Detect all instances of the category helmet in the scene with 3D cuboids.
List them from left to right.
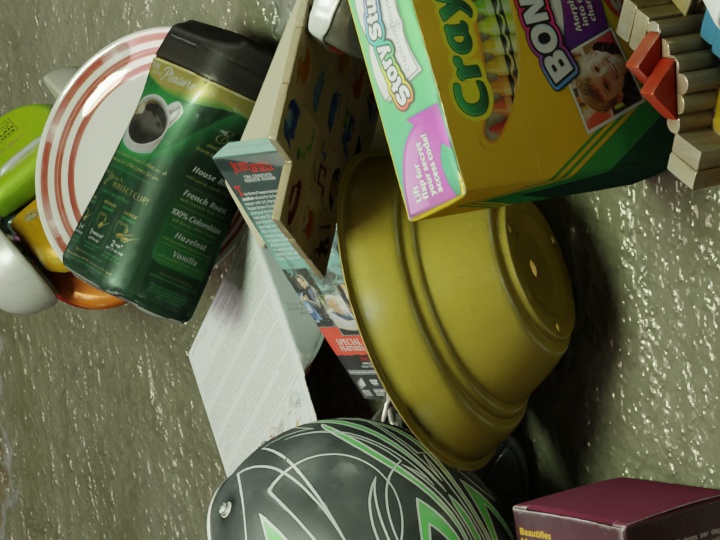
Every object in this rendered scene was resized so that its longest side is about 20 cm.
[{"bbox_3d":[0.003,0.187,1.511,0.200,0.199,0.192,29,118,52],"label":"helmet"}]

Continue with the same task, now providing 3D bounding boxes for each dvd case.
[{"bbox_3d":[0.000,0.000,1.619,0.146,0.022,0.200,-3,126,55],"label":"dvd case"}]

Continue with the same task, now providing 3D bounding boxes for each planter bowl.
[{"bbox_3d":[0.071,0.010,1.494,0.083,0.200,0.202,-21,80,23],"label":"planter bowl"}]

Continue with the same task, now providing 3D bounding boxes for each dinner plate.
[{"bbox_3d":[-0.148,-0.077,1.845,0.199,0.024,0.201,-5,77,25],"label":"dinner plate"}]

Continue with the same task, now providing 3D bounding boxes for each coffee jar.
[{"bbox_3d":[-0.123,-0.071,1.764,0.104,0.085,0.201,27,92,54],"label":"coffee jar"}]

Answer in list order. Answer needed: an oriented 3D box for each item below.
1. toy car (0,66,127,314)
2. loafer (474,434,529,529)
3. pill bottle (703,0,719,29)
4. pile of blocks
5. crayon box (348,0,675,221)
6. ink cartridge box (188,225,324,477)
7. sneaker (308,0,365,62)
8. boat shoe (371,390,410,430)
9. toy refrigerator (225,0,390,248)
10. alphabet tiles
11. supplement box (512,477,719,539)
[{"bbox_3d":[-0.226,-0.045,1.974,0.200,0.175,0.150,44,172,43],"label":"toy car"},{"bbox_3d":[0.072,0.189,1.628,0.063,0.071,0.201,-129,42,-69],"label":"loafer"},{"bbox_3d":[0.172,-0.224,1.264,0.109,0.108,0.201,-50,57,53],"label":"pill bottle"},{"bbox_3d":[0.170,-0.130,1.346,0.082,0.062,0.201,-43,63,55],"label":"pile of blocks"},{"bbox_3d":[0.078,-0.139,1.381,0.058,0.172,0.201,-24,79,49],"label":"crayon box"},{"bbox_3d":[-0.057,0.091,1.788,0.201,0.057,0.163,66,147,30],"label":"ink cartridge box"},{"bbox_3d":[0.054,-0.135,1.433,0.082,0.199,0.077,37,109,33],"label":"sneaker"},{"bbox_3d":[0.023,0.110,1.626,0.200,0.057,0.067,110,173,-62],"label":"boat shoe"},{"bbox_3d":[-0.020,-0.108,1.658,0.070,0.076,0.200,59,145,29],"label":"toy refrigerator"},{"bbox_3d":[-0.014,-0.106,1.458,0.167,0.008,0.201,54,-134,-67],"label":"alphabet tiles"},{"bbox_3d":[0.163,0.227,1.454,0.110,0.085,0.201,2,102,59],"label":"supplement box"}]
